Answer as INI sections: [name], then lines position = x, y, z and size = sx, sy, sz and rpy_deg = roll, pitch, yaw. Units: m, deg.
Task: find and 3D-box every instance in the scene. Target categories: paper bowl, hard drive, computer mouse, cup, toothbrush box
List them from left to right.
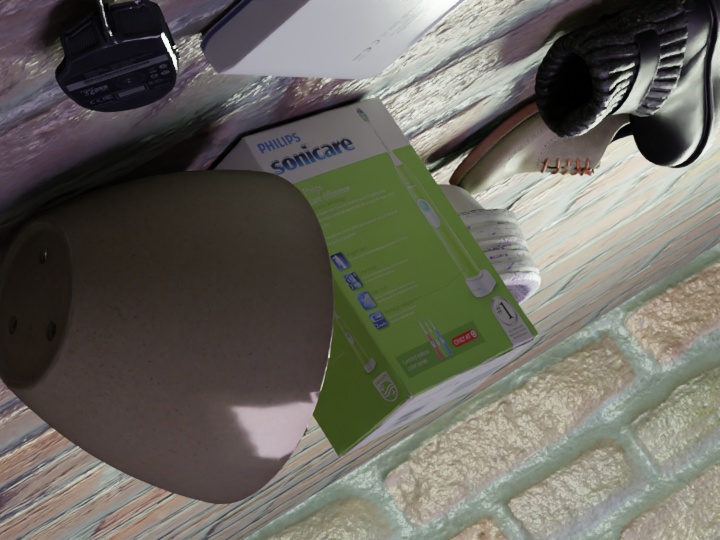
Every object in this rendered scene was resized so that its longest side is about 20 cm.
[computer mouse]
position = -0.119, -0.121, 0.909
size = 0.058, 0.034, 0.200
rpy_deg = -16, 163, -3
[cup]
position = -0.130, 0.029, 1.179
size = 0.143, 0.201, 0.200
rpy_deg = 12, 141, -36
[toothbrush box]
position = 0.000, 0.000, 1.332
size = 0.145, 0.201, 0.086
rpy_deg = -23, 166, -48
[hard drive]
position = 0.007, -0.156, 1.132
size = 0.132, 0.025, 0.200
rpy_deg = -38, 169, 21
[paper bowl]
position = 0.040, 0.001, 1.673
size = 0.199, 0.105, 0.201
rpy_deg = -21, 168, -5

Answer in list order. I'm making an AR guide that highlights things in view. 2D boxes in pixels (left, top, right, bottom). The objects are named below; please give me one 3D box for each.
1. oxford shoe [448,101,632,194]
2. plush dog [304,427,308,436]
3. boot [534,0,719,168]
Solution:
[oxford shoe]
position = 0.168, -0.108, 1.708
size = 0.199, 0.075, 0.070
rpy_deg = -30, 172, -14
[plush dog]
position = -0.119, 0.051, 1.424
size = 0.171, 0.162, 0.200
rpy_deg = -12, -174, 39
[boot]
position = 0.211, -0.136, 1.611
size = 0.157, 0.079, 0.212
rpy_deg = -35, 145, -26
